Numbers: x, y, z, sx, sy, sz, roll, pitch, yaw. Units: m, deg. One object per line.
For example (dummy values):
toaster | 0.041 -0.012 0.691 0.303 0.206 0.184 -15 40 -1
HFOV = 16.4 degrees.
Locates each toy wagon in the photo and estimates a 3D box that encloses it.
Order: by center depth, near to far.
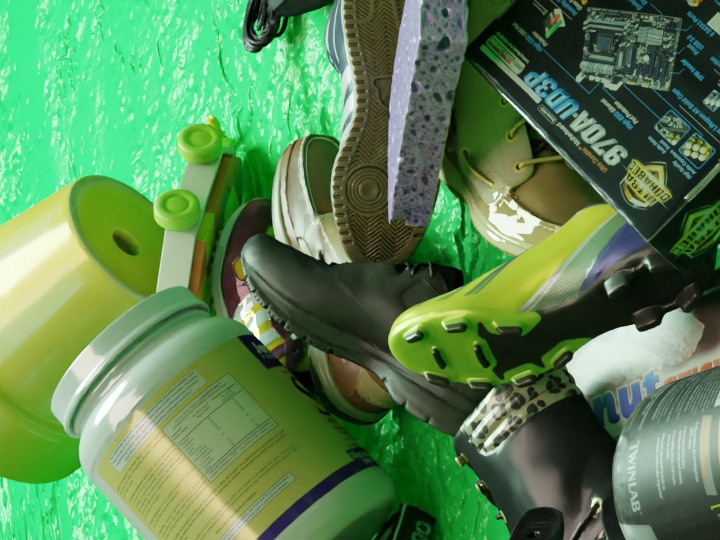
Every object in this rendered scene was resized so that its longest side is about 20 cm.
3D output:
toy wagon | -0.114 -0.034 1.813 0.155 0.040 0.200 92 -170 -47

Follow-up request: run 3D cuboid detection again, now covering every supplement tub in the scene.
supplement tub | 0.227 0.093 1.218 0.200 0.122 0.123 -24 64 54
supplement tub | -0.091 0.123 1.627 0.200 0.145 0.145 46 129 14

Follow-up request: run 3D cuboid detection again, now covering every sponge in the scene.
sponge | 0.039 -0.123 1.465 0.200 0.030 0.112 99 174 -60

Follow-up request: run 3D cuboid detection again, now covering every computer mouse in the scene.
computer mouse | -0.030 -0.236 1.766 0.200 0.053 0.139 162 112 -67

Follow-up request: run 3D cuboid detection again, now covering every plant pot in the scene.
plant pot | -0.232 0.032 1.921 0.189 0.201 0.201 -42 49 27

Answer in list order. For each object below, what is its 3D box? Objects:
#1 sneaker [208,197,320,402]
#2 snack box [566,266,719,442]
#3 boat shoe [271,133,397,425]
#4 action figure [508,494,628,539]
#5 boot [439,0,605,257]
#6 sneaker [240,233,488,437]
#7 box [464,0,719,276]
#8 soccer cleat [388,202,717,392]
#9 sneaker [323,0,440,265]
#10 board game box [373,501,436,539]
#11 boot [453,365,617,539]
sneaker | -0.055 0.046 1.743 0.090 0.075 0.200 -4 77 36
snack box | 0.165 0.055 1.415 0.200 0.024 0.072 -27 63 53
boat shoe | 0.000 0.000 1.657 0.074 0.076 0.200 -33 65 45
action figure | 0.122 0.219 1.333 0.069 0.130 0.200 -84 -13 -63
boot | 0.103 -0.101 1.475 0.200 0.073 0.156 -129 39 -56
sneaker | 0.017 0.025 1.565 0.200 0.076 0.091 32 98 12
box | 0.167 -0.115 1.348 0.159 0.046 0.200 -46 46 5
soccer cleat | 0.109 0.009 1.395 0.200 0.065 0.084 -21 38 26
sneaker | 0.012 -0.101 1.631 0.109 0.070 0.200 -148 58 -83
board game box | -0.022 0.255 1.617 0.200 0.028 0.135 -54 9 39
boot | 0.100 0.165 1.430 0.204 0.073 0.154 -55 54 28
